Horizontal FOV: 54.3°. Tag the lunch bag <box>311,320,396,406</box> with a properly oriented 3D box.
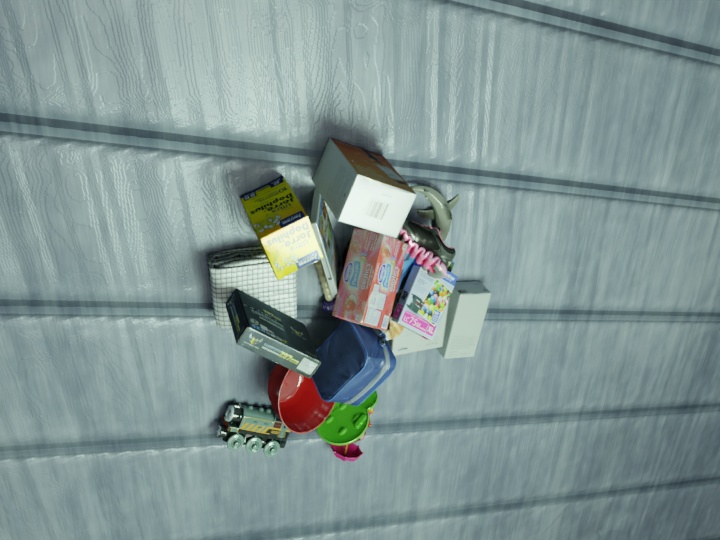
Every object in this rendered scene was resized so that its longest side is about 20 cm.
[{"bbox_3d":[-0.010,0.217,1.661,0.200,0.137,0.131,-45,143,23],"label":"lunch bag"}]

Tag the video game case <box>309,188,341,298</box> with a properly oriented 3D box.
[{"bbox_3d":[-0.076,-0.061,1.568,0.018,0.145,0.203,-9,126,8],"label":"video game case"}]

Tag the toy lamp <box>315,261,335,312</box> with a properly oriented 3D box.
[{"bbox_3d":[-0.089,0.006,1.653,0.057,0.058,0.203,-23,126,-9],"label":"toy lamp"}]

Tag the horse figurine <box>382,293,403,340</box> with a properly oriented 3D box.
[{"bbox_3d":[0.048,0.138,1.729,0.198,0.050,0.133,-32,119,23],"label":"horse figurine"}]

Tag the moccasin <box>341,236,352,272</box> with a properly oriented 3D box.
[{"bbox_3d":[0.001,0.001,1.681,0.076,0.073,0.206,-17,121,-31],"label":"moccasin"}]

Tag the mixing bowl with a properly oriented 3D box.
[{"bbox_3d":[-0.157,0.286,1.739,0.197,0.107,0.206,-15,111,-42],"label":"mixing bowl"}]

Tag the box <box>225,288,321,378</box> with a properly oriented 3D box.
[{"bbox_3d":[-0.190,0.135,1.517,0.198,0.158,0.051,32,103,-31],"label":"box"}]

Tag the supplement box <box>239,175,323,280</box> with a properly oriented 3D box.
[{"bbox_3d":[-0.167,-0.093,1.469,0.107,0.201,0.111,-26,127,-7],"label":"supplement box"}]

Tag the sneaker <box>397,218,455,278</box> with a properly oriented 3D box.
[{"bbox_3d":[0.142,-0.077,1.639,0.200,0.079,0.096,44,69,-1],"label":"sneaker"}]

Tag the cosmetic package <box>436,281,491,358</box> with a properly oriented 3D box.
[{"bbox_3d":[0.271,0.132,1.881,0.099,0.074,0.205,-1,117,-23],"label":"cosmetic package"}]

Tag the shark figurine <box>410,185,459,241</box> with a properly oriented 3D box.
[{"bbox_3d":[0.179,-0.150,1.662,0.128,0.090,0.214,-44,128,5],"label":"shark figurine"}]

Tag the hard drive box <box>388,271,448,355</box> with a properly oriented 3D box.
[{"bbox_3d":[0.142,0.106,1.803,0.152,0.077,0.205,-7,121,-19],"label":"hard drive box"}]

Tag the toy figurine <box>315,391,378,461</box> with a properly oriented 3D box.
[{"bbox_3d":[-0.026,0.434,1.918,0.199,0.149,0.187,-41,146,-27],"label":"toy figurine"}]

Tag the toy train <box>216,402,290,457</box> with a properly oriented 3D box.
[{"bbox_3d":[-0.269,0.403,1.800,0.196,0.085,0.116,19,98,-30],"label":"toy train"}]

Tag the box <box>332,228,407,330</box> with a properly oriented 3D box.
[{"bbox_3d":[0.021,0.020,1.569,0.102,0.093,0.205,19,83,-51],"label":"box"}]

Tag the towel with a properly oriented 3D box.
[{"bbox_3d":[-0.242,0.032,1.586,0.195,0.086,0.169,-9,121,-17],"label":"towel"}]

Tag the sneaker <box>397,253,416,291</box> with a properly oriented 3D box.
[{"bbox_3d":[0.074,-0.006,1.684,0.201,0.065,0.079,-52,128,-21],"label":"sneaker"}]

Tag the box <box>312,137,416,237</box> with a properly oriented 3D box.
[{"bbox_3d":[0.004,-0.178,1.494,0.149,0.201,0.108,13,115,-29],"label":"box"}]

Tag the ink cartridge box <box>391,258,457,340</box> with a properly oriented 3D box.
[{"bbox_3d":[0.162,0.052,1.695,0.118,0.042,0.204,27,80,-30],"label":"ink cartridge box"}]
